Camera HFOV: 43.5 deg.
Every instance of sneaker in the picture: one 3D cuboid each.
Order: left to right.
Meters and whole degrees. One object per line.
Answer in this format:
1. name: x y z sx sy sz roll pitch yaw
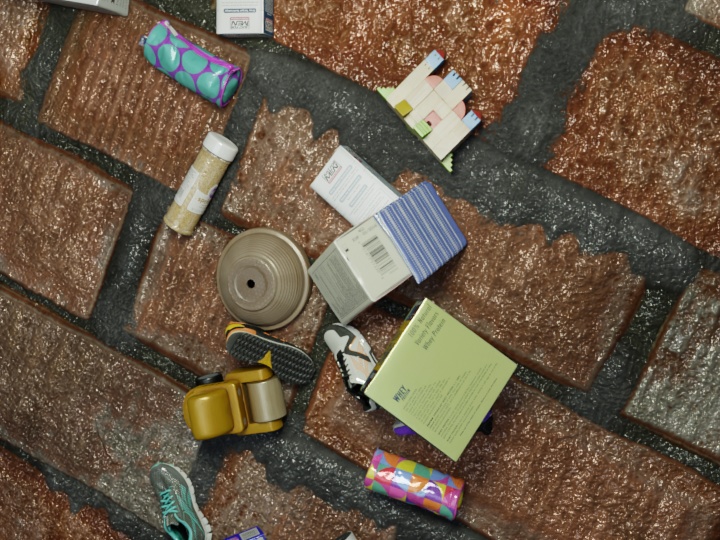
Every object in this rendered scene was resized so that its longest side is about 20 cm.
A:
1. sneaker: -0.378 0.492 1.856 0.077 0.091 0.202 -32 88 14
2. sneaker: -0.176 0.151 1.770 0.197 0.090 0.071 26 106 -24
3. sneaker: -0.011 0.181 1.711 0.200 0.079 0.075 47 139 24
4. sneaker: 0.160 0.303 1.711 0.196 0.070 0.102 -17 95 16

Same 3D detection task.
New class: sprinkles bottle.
1. sprinkles bottle: -0.315 -0.170 1.775 0.068 0.068 0.202 33 104 8

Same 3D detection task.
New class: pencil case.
1. pencil case: -0.325 -0.402 1.741 0.198 0.085 0.093 33 131 7
2. pencil case: 0.102 0.410 1.734 0.196 0.088 0.090 18 101 13

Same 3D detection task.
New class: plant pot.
1. plant pot: -0.199 0.021 1.756 0.196 0.093 0.206 2 97 15

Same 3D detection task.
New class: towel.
1. towel: 0.111 -0.072 1.619 0.024 0.199 0.146 -33 91 39

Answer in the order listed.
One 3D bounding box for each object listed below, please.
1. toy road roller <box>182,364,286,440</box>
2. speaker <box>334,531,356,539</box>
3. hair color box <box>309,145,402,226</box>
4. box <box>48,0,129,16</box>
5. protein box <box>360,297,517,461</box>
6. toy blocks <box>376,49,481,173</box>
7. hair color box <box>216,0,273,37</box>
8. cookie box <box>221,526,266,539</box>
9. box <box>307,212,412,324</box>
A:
1. toy road roller: -0.256 0.270 1.771 0.195 0.146 0.126 -10 95 15
2. speaker: 0.003 0.622 1.782 0.080 0.081 0.202 -34 88 15
3. hair color box: 0.012 -0.133 1.702 0.199 0.061 0.099 42 104 5
4. box: -0.552 -0.617 1.749 0.195 0.131 0.204 12 100 12
5. protein box: 0.133 0.191 1.601 0.198 0.135 0.200 35 84 0
6. toy blocks: 0.145 -0.301 1.641 0.136 0.100 0.201 -42 85 3
7. hair color box: -0.218 -0.549 1.710 0.097 0.060 0.205 3 97 14
8. cookie box: -0.250 0.648 1.816 0.168 0.075 0.205 -17 94 -16
9. box: 0.000 0.000 1.638 0.108 0.200 0.129 -34 87 -22
